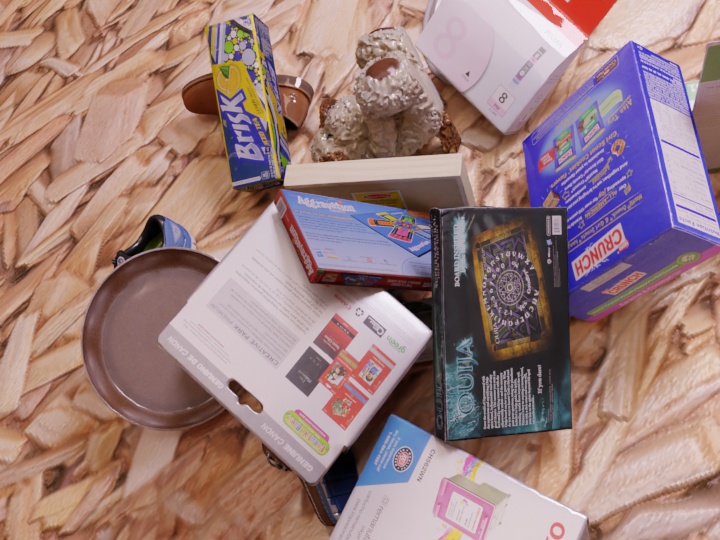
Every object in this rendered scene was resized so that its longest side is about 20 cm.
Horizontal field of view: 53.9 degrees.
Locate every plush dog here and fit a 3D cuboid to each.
[{"bbox_3d":[0.014,-0.172,0.852,0.169,0.161,0.202,-29,29,19],"label":"plush dog"}]

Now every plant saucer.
[{"bbox_3d":[-0.213,0.077,0.804,0.194,0.032,0.207,2,78,-10],"label":"plant saucer"}]

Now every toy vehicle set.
[{"bbox_3d":[0.027,-0.076,0.786,0.194,0.125,0.027,-1,63,18],"label":"toy vehicle set"}]

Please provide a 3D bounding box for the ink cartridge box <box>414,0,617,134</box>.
[{"bbox_3d":[0.175,-0.286,0.802,0.163,0.057,0.201,48,127,16],"label":"ink cartridge box"}]

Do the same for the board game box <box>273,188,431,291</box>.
[{"bbox_3d":[0.018,-0.025,0.682,0.020,0.196,0.104,-54,47,33],"label":"board game box"}]

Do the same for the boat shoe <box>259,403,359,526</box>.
[{"bbox_3d":[-0.061,0.170,0.731,0.072,0.072,0.204,-33,61,21],"label":"boat shoe"}]

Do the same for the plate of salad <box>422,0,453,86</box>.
[{"bbox_3d":[0.160,-0.327,0.891,0.197,0.047,0.207,-12,72,43],"label":"plate of salad"}]

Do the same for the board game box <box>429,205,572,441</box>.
[{"bbox_3d":[0.128,0.045,0.645,0.131,0.028,0.207,-1,90,-17],"label":"board game box"}]

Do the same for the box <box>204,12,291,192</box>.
[{"bbox_3d":[-0.138,-0.207,0.894,0.068,0.064,0.206,-10,90,13],"label":"box"}]

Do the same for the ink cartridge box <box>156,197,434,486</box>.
[{"bbox_3d":[-0.061,0.070,0.670,0.199,0.084,0.176,40,75,9],"label":"ink cartridge box"}]

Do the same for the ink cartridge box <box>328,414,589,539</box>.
[{"bbox_3d":[0.086,0.243,0.628,0.196,0.085,0.147,22,73,26],"label":"ink cartridge box"}]

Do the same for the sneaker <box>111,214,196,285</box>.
[{"bbox_3d":[-0.279,0.021,0.864,0.077,0.089,0.204,11,68,24],"label":"sneaker"}]

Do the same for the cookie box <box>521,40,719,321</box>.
[{"bbox_3d":[0.242,-0.079,0.686,0.073,0.171,0.205,13,60,-22],"label":"cookie box"}]

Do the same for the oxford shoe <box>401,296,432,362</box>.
[{"bbox_3d":[0.112,0.049,0.733,0.194,0.058,0.077,-14,59,10],"label":"oxford shoe"}]

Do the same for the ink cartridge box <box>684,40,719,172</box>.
[{"bbox_3d":[0.380,-0.170,0.665,0.141,0.201,0.049,-6,61,15],"label":"ink cartridge box"}]

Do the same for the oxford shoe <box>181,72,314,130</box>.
[{"bbox_3d":[-0.163,-0.222,0.960,0.194,0.071,0.073,5,71,20],"label":"oxford shoe"}]

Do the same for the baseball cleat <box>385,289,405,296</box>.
[{"bbox_3d":[0.000,0.000,0.763,0.199,0.070,0.107,-43,96,-17],"label":"baseball cleat"}]
